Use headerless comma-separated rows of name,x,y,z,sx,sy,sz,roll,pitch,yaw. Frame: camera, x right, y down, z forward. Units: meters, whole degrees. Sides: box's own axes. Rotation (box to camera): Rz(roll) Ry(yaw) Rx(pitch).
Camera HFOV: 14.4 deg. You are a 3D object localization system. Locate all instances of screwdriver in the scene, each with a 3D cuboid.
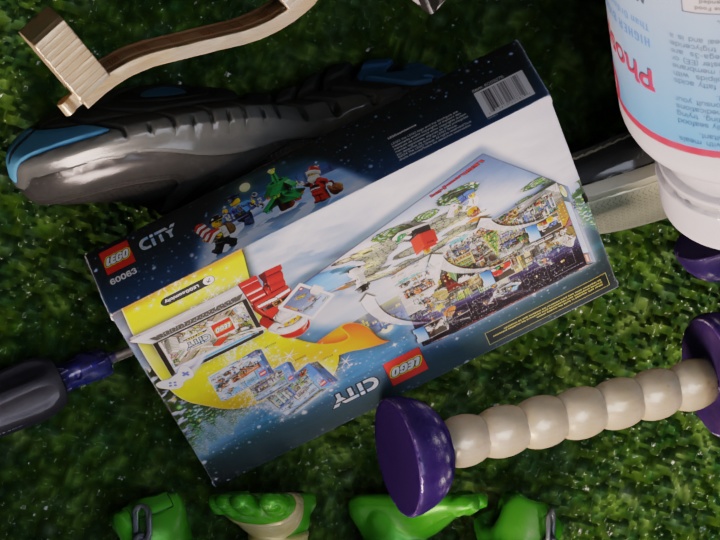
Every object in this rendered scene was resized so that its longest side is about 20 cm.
screwdriver,-0.093,0.035,1.232,0.200,0.028,0.029,-20,140,-16

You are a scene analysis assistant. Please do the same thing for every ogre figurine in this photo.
ogre figurine,-0.007,0.158,1.263,0.200,0.098,0.120,2,85,-37

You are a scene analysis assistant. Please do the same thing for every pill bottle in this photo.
pill bottle,0.154,-0.107,1.154,0.109,0.109,0.200,-24,133,-14

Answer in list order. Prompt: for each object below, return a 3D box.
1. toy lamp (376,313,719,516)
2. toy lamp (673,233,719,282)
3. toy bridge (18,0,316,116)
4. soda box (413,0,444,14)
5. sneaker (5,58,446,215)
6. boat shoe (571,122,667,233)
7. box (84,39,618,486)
toy lamp,0.108,0.058,1.242,0.199,0.058,0.058,-12,107,-20
toy lamp,0.213,0.061,1.340,0.058,0.058,0.200,-32,113,-11
toy bridge,-0.042,-0.129,1.110,0.200,0.027,0.067,-42,118,-4
soda box,-0.028,-0.187,1.056,0.200,0.063,0.071,40,84,11
sneaker,-0.050,-0.038,1.203,0.199,0.073,0.082,-6,107,-19
boat shoe,0.159,-0.070,1.290,0.200,0.072,0.068,-22,74,-7
box,0.000,0.000,1.199,0.200,0.038,0.137,-26,141,-1
